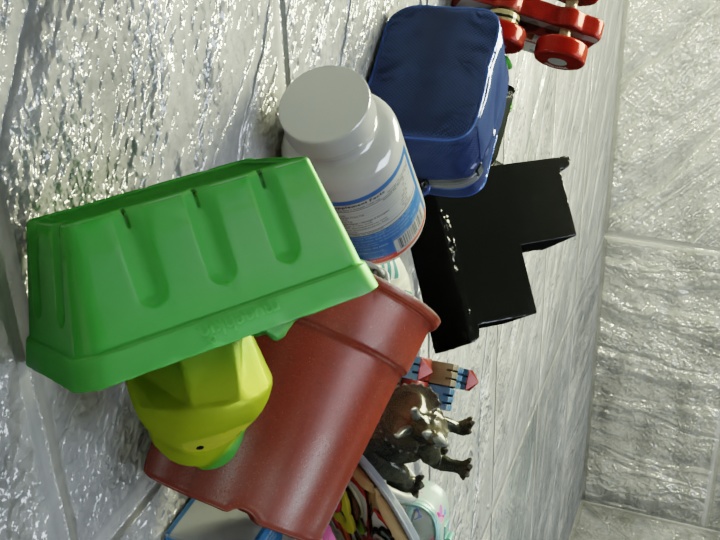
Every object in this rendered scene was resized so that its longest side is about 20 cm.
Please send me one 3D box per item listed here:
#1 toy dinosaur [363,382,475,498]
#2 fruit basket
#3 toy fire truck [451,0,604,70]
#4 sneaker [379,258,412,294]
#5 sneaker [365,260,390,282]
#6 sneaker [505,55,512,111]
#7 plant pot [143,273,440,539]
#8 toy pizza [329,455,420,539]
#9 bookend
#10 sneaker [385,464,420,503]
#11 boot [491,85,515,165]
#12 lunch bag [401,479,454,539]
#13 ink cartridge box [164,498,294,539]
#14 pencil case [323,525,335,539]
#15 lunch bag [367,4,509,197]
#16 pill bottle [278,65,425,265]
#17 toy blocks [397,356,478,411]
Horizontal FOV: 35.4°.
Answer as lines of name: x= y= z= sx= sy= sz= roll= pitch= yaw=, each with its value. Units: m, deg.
toy dinosaur: x=0.033 y=0.149 z=0.974 sx=0.200 sy=0.102 sz=0.077 roll=-36 pitch=-147 yaw=51
fruit basket: x=-0.102 y=0.044 z=0.715 sx=0.214 sy=0.155 sz=0.217 roll=-3 pitch=95 yaw=-30
toy fire truck: x=0.212 y=-0.321 z=1.468 sx=0.168 sy=0.199 sz=0.113 roll=151 pitch=-48 yaw=-80
sneaker: x=0.001 y=0.000 z=1.212 sx=0.200 sy=0.070 sz=0.094 roll=30 pitch=45 yaw=-62
sneaker: x=0.006 y=0.034 z=1.088 sx=0.200 sy=0.071 sz=0.073 roll=29 pitch=34 yaw=-45
sneaker: x=0.154 y=-0.196 z=1.500 sx=0.078 sy=0.085 sz=0.201 roll=-26 pitch=124 yaw=-67
plant pot: x=-0.065 y=0.094 z=0.882 sx=0.196 sy=0.200 sz=0.201 roll=-68 pitch=159 yaw=-10
toy pizza: x=0.009 y=0.236 z=0.966 sx=0.032 sy=0.200 sz=0.201 roll=-26 pitch=135 yaw=-19
bookend: x=0.170 y=-0.021 z=1.358 sx=0.092 sy=0.199 sz=0.200 roll=-28 pitch=-106 yaw=64
sneaker: x=0.004 y=0.142 z=1.044 sx=0.075 sy=0.086 sz=0.201 roll=-55 pitch=131 yaw=-37
boot: x=0.166 y=-0.159 z=1.450 sx=0.197 sy=0.073 sz=0.163 roll=-2 pitch=111 yaw=-33
lunch bag: x=0.019 y=0.318 z=1.244 sx=0.077 sy=0.159 sz=0.201 roll=-30 pitch=128 yaw=-66
ink cartridge box: x=-0.096 y=0.273 z=1.011 sx=0.145 sy=0.084 sz=0.201 roll=-52 pitch=145 yaw=-53
pencil case: x=-0.038 y=0.268 z=1.153 sx=0.091 sy=0.093 sz=0.201 roll=-167 pitch=-92 yaw=-82
lunch bag: x=0.086 y=-0.173 z=1.237 sx=0.132 sy=0.135 sz=0.201 roll=62 pitch=42 yaw=-60
pill bottle: x=-0.009 y=-0.096 z=1.042 sx=0.200 sy=0.112 sz=0.113 roll=65 pitch=39 yaw=-58
toy blocks: x=0.054 y=0.122 z=1.286 sx=0.200 sy=0.136 sz=0.101 roll=26 pitch=75 yaw=-70
